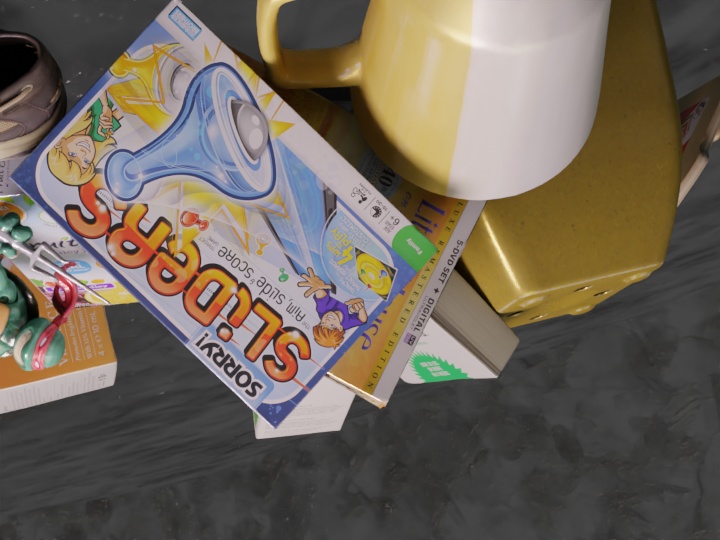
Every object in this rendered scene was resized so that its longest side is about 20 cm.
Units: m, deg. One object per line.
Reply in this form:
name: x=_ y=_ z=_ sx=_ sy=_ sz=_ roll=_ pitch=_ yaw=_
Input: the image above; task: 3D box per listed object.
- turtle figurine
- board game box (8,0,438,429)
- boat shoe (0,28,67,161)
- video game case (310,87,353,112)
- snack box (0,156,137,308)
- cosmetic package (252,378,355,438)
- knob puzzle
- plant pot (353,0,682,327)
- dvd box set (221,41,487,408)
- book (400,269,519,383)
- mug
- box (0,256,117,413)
turtle figurine: x=-0.260 y=0.027 z=0.742 sx=0.198 sy=0.151 sz=0.101 roll=21 pitch=178 yaw=1
board game box: x=-0.074 y=-0.031 z=0.652 sx=0.136 sy=0.200 sz=0.034 roll=-47 pitch=-178 yaw=-2
boat shoe: x=-0.251 y=-0.086 z=0.606 sx=0.198 sy=0.075 sz=0.073 roll=-21 pitch=160 yaw=-22
video game case: x=-0.088 y=-0.073 z=0.843 sx=0.141 sy=0.019 sz=0.200 roll=-2 pitch=157 yaw=-11
snack box: x=-0.176 y=-0.033 z=0.821 sx=0.140 sy=0.054 sz=0.200 roll=-6 pitch=158 yaw=3
cosmetic package: x=-0.047 y=0.058 z=0.993 sx=0.084 sy=0.109 sz=0.201 roll=-4 pitch=153 yaw=-11
knob puzzle: x=0.266 y=-0.069 z=1.060 sx=0.030 sy=0.221 sz=0.220 roll=30 pitch=155 yaw=-7
plant pot: x=0.112 y=-0.068 z=0.833 sx=0.193 sy=0.202 sz=0.194 roll=-13 pitch=167 yaw=-21
dvd box set: x=-0.041 y=-0.030 z=0.695 sx=0.199 sy=0.147 sz=0.029 roll=29 pitch=170 yaw=-2
book: x=0.000 y=0.000 z=0.807 sx=0.048 sy=0.200 sz=0.133 roll=-54 pitch=-163 yaw=-23
mug: x=0.055 y=-0.128 z=0.630 sx=0.186 sy=0.150 sz=0.153 roll=-33 pitch=163 yaw=-13
box: x=-0.311 y=0.050 z=0.963 sx=0.198 sy=0.126 sz=0.098 roll=-13 pitch=167 yaw=-18
